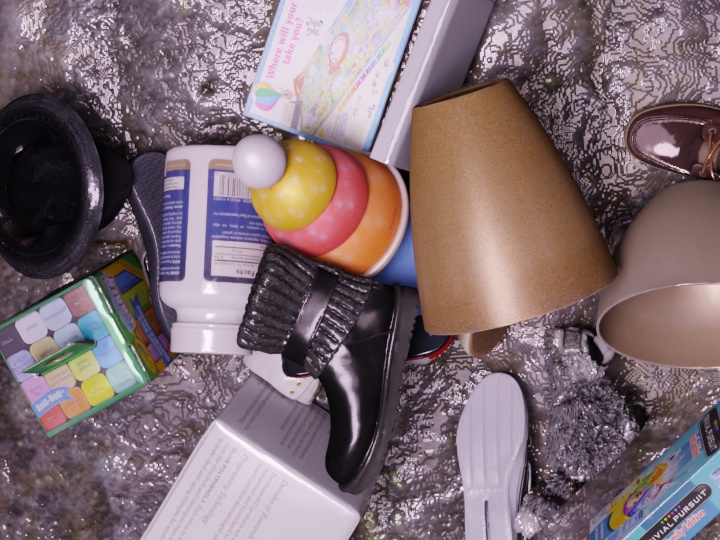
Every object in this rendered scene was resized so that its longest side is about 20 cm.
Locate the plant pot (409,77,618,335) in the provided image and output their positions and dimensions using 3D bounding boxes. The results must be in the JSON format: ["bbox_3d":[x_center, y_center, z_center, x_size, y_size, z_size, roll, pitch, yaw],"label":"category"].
[{"bbox_3d":[0.118,-0.066,1.545,0.185,0.186,0.201,-17,98,10],"label":"plant pot"}]

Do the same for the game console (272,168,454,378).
[{"bbox_3d":[0.000,0.000,1.670,0.176,0.031,0.201,-8,69,6],"label":"game console"}]

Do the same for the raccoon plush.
[{"bbox_3d":[0.189,0.146,1.660,0.134,0.097,0.200,45,71,2],"label":"raccoon plush"}]

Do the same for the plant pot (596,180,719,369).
[{"bbox_3d":[0.325,-0.006,1.607,0.199,0.201,0.135,1,65,8],"label":"plant pot"}]

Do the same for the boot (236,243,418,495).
[{"bbox_3d":[-0.044,0.092,1.577,0.157,0.079,0.213,13,85,-14],"label":"boot"}]

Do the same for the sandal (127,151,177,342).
[{"bbox_3d":[-0.195,-0.022,1.729,0.043,0.076,0.202,-6,98,54],"label":"sandal"}]

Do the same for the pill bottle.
[{"bbox_3d":[-0.142,-0.018,1.671,0.110,0.111,0.202,2,86,7],"label":"pill bottle"}]

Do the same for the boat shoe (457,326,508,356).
[{"bbox_3d":[0.117,-0.016,1.686,0.065,0.072,0.202,18,111,41],"label":"boat shoe"}]

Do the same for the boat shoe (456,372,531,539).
[{"bbox_3d":[0.137,0.206,1.718,0.072,0.071,0.202,2,81,20],"label":"boat shoe"}]

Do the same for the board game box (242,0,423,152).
[{"bbox_3d":[-0.022,-0.227,1.677,0.134,0.034,0.201,21,102,4],"label":"board game box"}]

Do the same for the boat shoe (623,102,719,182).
[{"bbox_3d":[0.353,-0.115,1.626,0.199,0.072,0.073,14,102,5],"label":"boat shoe"}]

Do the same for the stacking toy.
[{"bbox_3d":[-0.056,-0.079,1.583,0.145,0.200,0.147,-12,63,25],"label":"stacking toy"}]

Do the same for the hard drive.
[{"bbox_3d":[0.073,-0.191,1.608,0.027,0.132,0.201,24,96,17],"label":"hard drive"}]

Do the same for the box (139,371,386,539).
[{"bbox_3d":[-0.101,0.241,1.688,0.171,0.199,0.201,32,104,1],"label":"box"}]

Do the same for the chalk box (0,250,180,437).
[{"bbox_3d":[-0.273,0.075,1.681,0.124,0.200,0.125,-27,96,12],"label":"chalk box"}]

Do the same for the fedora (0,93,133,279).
[{"bbox_3d":[-0.295,-0.086,1.691,0.200,0.091,0.202,7,101,42],"label":"fedora"}]

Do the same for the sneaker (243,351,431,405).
[{"bbox_3d":[-0.022,0.086,1.719,0.199,0.074,0.116,18,104,14],"label":"sneaker"}]

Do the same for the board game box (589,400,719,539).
[{"bbox_3d":[0.308,0.218,1.652,0.047,0.151,0.200,44,102,-1],"label":"board game box"}]
